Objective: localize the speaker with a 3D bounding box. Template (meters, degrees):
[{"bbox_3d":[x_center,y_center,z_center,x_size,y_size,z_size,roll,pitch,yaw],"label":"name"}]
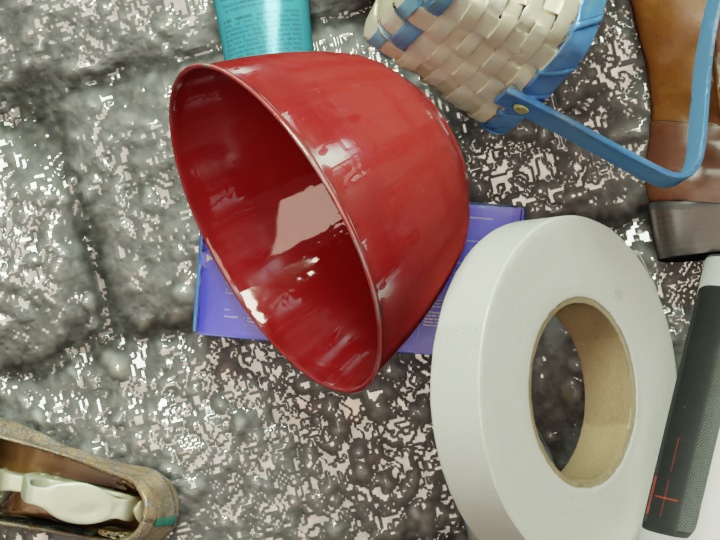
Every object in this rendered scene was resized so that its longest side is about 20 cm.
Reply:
[{"bbox_3d":[0.213,0.098,1.009,0.080,0.081,0.202,14,85,6],"label":"speaker"}]

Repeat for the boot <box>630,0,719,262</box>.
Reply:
[{"bbox_3d":[0.257,-0.112,1.059,0.186,0.068,0.202,-5,84,14],"label":"boot"}]

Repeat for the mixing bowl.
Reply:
[{"bbox_3d":[-0.010,-0.044,0.990,0.108,0.200,0.201,-30,88,-25],"label":"mixing bowl"}]

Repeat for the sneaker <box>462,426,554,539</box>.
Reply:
[{"bbox_3d":[0.100,0.178,1.064,0.076,0.081,0.202,-21,91,5],"label":"sneaker"}]

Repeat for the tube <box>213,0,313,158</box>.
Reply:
[{"bbox_3d":[-0.061,-0.167,1.091,0.077,0.050,0.202,-8,86,3],"label":"tube"}]

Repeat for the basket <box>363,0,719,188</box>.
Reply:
[{"bbox_3d":[0.113,-0.154,0.981,0.199,0.139,0.178,21,64,-20],"label":"basket"}]

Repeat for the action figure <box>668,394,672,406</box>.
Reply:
[{"bbox_3d":[0.281,0.096,1.058,0.198,0.052,0.066,9,87,11],"label":"action figure"}]

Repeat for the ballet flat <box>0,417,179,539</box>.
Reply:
[{"bbox_3d":[-0.212,0.131,1.105,0.198,0.067,0.069,8,92,6],"label":"ballet flat"}]

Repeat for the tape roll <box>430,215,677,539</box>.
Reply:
[{"bbox_3d":[0.114,0.069,1.004,0.037,0.202,0.205,-6,91,41],"label":"tape roll"}]

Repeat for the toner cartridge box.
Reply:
[{"bbox_3d":[0.000,0.000,1.088,0.198,0.043,0.096,5,91,6],"label":"toner cartridge box"}]

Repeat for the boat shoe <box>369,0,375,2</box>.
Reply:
[{"bbox_3d":[0.038,-0.262,1.061,0.074,0.076,0.201,33,94,7],"label":"boat shoe"}]
